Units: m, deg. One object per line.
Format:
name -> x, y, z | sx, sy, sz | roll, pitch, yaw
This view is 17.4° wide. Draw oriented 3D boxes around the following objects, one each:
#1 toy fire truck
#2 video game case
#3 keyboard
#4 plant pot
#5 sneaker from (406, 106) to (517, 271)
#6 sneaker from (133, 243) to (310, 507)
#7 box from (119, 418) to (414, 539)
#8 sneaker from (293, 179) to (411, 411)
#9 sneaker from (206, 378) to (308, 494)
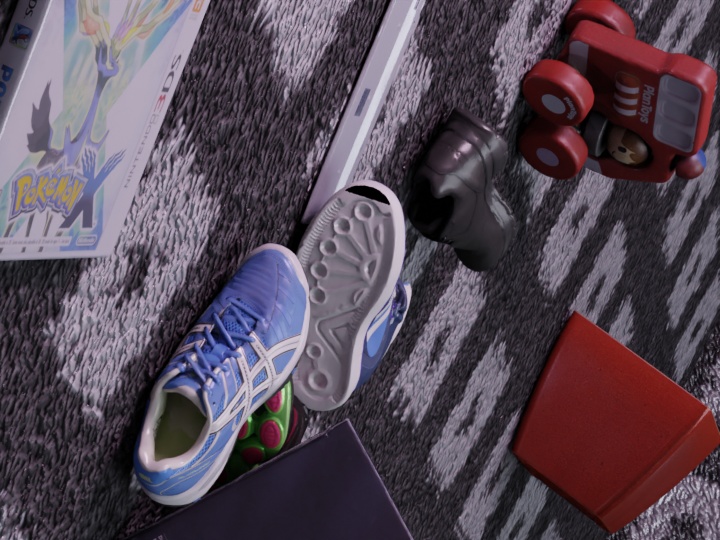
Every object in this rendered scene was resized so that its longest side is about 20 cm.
toy fire truck -> 0.246, -0.148, 2.195 | 0.112, 0.167, 0.201 | -55, 160, -28
video game case -> -0.159, -0.092, 1.335 | 0.184, 0.022, 0.200 | -68, 162, 9
keyboard -> 0.003, -0.127, 1.783 | 0.056, 0.011, 0.201 | 4, 109, -66
plant pot -> 0.288, 0.193, 2.774 | 0.177, 0.199, 0.200 | -52, 161, -3
sneaker -> 0.079, -0.054, 2.024 | 0.091, 0.076, 0.201 | -47, 151, -20
sneaker -> -0.096, 0.073, 1.650 | 0.201, 0.075, 0.077 | -64, 167, -7
box -> -0.057, 0.237, 1.774 | 0.197, 0.124, 0.200 | -29, 156, -6
sneaker -> 0.000, 0.000, 1.844 | 0.147, 0.080, 0.201 | -53, 159, -62
sneaker -> -0.081, 0.113, 1.776 | 0.200, 0.076, 0.084 | 105, 11, -58
